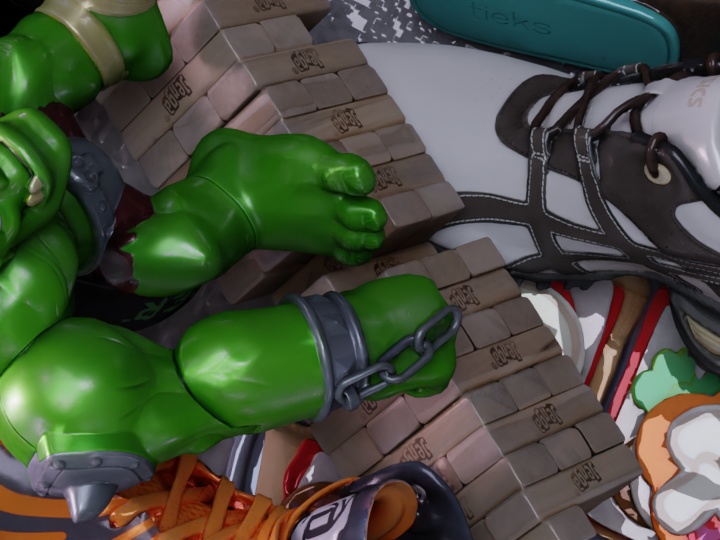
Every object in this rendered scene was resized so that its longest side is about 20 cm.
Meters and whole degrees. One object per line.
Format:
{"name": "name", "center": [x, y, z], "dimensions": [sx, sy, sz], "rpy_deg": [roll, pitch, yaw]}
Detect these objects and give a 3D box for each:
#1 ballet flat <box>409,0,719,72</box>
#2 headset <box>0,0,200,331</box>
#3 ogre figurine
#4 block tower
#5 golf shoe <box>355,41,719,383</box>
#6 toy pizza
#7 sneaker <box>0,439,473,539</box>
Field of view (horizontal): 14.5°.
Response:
{"name": "ballet flat", "center": [0.111, -0.079, 0.849], "dimensions": [0.199, 0.073, 0.073], "rpy_deg": [23, 79, 13]}
{"name": "headset", "center": [-0.126, -0.057, 0.837], "dimensions": [0.200, 0.094, 0.124], "rpy_deg": [45, 39, 1]}
{"name": "ogre figurine", "center": [-0.078, -0.018, 0.728], "dimensions": [0.120, 0.098, 0.200], "rpy_deg": [-42, 101, -30]}
{"name": "block tower", "center": [0.000, 0.000, 0.797], "dimensions": [0.054, 0.058, 0.200], "rpy_deg": [-41, 75, 37]}
{"name": "golf shoe", "center": [0.078, -0.035, 0.813], "dimensions": [0.199, 0.095, 0.078], "rpy_deg": [24, 50, 13]}
{"name": "toy pizza", "center": [0.057, 0.077, 0.833], "dimensions": [0.199, 0.032, 0.201], "rpy_deg": [0, 78, 2]}
{"name": "sneaker", "center": [-0.036, 0.066, 0.759], "dimensions": [0.200, 0.112, 0.078], "rpy_deg": [44, 46, -4]}
